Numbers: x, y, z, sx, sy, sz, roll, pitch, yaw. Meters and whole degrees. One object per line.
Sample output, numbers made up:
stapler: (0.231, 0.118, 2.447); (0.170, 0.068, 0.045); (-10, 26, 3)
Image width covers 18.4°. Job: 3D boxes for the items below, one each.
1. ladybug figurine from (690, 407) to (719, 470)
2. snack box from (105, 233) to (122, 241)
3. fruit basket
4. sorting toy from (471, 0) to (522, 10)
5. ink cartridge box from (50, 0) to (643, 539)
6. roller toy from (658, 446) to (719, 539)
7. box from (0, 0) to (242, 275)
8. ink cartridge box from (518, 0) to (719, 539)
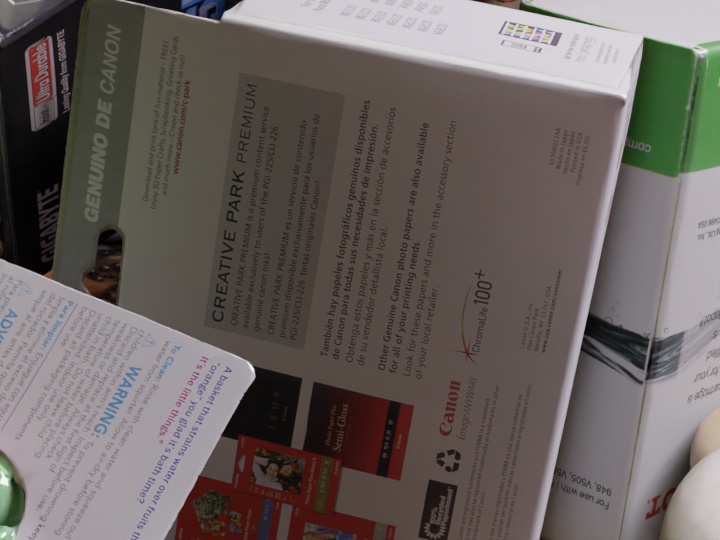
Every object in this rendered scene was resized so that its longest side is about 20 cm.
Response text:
ladybug figurine: (0.214, 0.098, 0.803); (0.200, 0.072, 0.136); (9, 21, -2)
snack box: (-0.152, -0.127, 1.089); (0.068, 0.169, 0.200); (-2, 23, -30)
fruit basket: (-0.154, 0.070, 0.610); (0.200, 0.185, 0.094); (23, -21, 16)
sorting toy: (0.064, -0.099, 0.829); (0.200, 0.185, 0.036); (-11, 44, -44)
ink cartridge box: (-0.011, 0.006, 0.753); (0.176, 0.200, 0.084); (13, 21, 7)
roller toy: (0.160, 0.125, 0.606); (0.200, 0.140, 0.182); (0, 22, -24)
box: (-0.060, -0.097, 0.808); (0.198, 0.200, 0.050); (-36, 73, -20)
ink cartridge box: (0.117, -0.004, 0.847); (0.083, 0.200, 0.147); (20, 22, 35)
